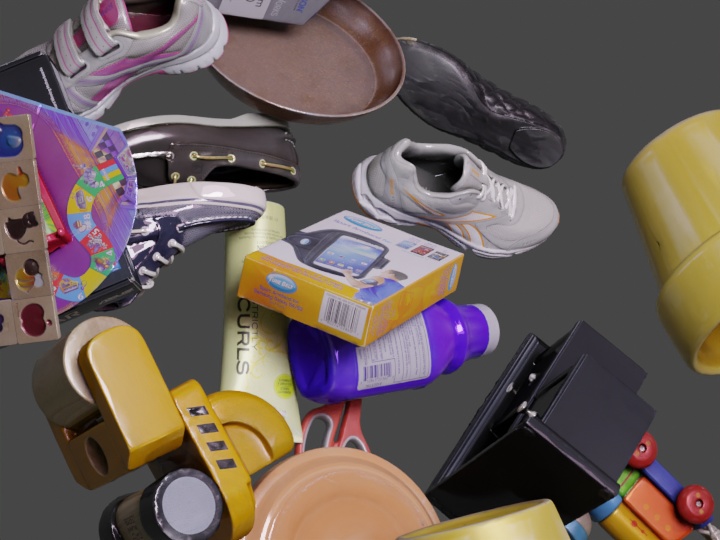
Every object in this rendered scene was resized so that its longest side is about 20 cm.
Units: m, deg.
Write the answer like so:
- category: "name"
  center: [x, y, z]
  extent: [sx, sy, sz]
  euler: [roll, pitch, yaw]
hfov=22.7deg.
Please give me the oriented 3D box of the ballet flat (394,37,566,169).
- category: "ballet flat"
  center: [0.101, -0.153, 1.663]
  extent: [0.200, 0.057, 0.067]
  euler: [31, 102, -11]

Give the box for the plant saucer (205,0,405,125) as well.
- category: "plant saucer"
  center: [-0.059, -0.191, 1.565]
  extent: [0.200, 0.035, 0.201]
  euler: [14, 42, -12]

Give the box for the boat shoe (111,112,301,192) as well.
- category: "boat shoe"
  center: [-0.139, -0.090, 1.494]
  extent: [0.201, 0.072, 0.061]
  euler: [-8, 70, -32]

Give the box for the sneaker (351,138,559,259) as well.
- category: "sneaker"
  center: [0.098, -0.067, 1.593]
  extent: [0.199, 0.092, 0.076]
  euler: [11, 66, -23]

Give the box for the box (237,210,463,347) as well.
- category: "box"
  center: [0.000, 0.000, 1.478]
  extent: [0.119, 0.042, 0.200]
  euler: [21, 24, 21]

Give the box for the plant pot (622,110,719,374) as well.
- category: "plant pot"
  center: [0.342, -0.036, 1.647]
  extent: [0.200, 0.201, 0.189]
  euler: [-12, 61, -30]

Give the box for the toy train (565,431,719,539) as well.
- category: "toy train"
  center: [0.255, 0.239, 1.561]
  extent: [0.200, 0.085, 0.116]
  euler: [44, 68, -5]

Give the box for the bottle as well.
- category: "bottle"
  center: [0.032, 0.061, 1.513]
  extent: [0.200, 0.065, 0.084]
  euler: [-8, 84, -41]

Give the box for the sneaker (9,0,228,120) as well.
- category: "sneaker"
  center: [-0.210, -0.187, 1.459]
  extent: [0.200, 0.088, 0.081]
  euler: [-27, 63, -6]

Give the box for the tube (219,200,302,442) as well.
- category: "tube"
  center: [-0.084, 0.043, 1.485]
  extent: [0.058, 0.052, 0.201]
  euler: [-6, 73, 16]

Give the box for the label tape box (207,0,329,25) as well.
- category: "label tape box"
  center: [-0.086, -0.286, 1.577]
  extent: [0.199, 0.063, 0.145]
  euler: [4, 45, -25]

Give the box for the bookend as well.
- category: "bookend"
  center: [0.172, 0.116, 1.490]
  extent: [0.092, 0.200, 0.199]
  euler: [39, 59, -3]

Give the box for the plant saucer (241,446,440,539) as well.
- category: "plant saucer"
  center: [-0.012, 0.240, 1.442]
  extent: [0.200, 0.032, 0.201]
  euler: [9, 71, -26]

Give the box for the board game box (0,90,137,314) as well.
- category: "board game box"
  center: [-0.270, -0.057, 1.341]
  extent: [0.199, 0.039, 0.159]
  euler: [18, 81, 6]

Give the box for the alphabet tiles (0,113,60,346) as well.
- category: "alphabet tiles"
  center: [-0.312, -0.039, 1.326]
  extent: [0.167, 0.008, 0.201]
  euler: [-6, 93, 14]

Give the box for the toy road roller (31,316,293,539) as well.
- category: "toy road roller"
  center: [-0.145, 0.121, 1.377]
  extent: [0.146, 0.123, 0.200]
  euler: [-27, 88, -33]

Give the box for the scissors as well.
- category: "scissors"
  center: [-0.012, 0.093, 1.519]
  extent: [0.073, 0.014, 0.201]
  euler: [18, 64, -20]

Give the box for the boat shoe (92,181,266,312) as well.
- category: "boat shoe"
  center: [-0.171, -0.016, 1.442]
  extent: [0.199, 0.075, 0.093]
  euler: [-5, 77, -9]

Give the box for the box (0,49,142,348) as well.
- category: "box"
  center: [-0.278, -0.048, 1.383]
  extent: [0.160, 0.044, 0.201]
  euler: [-22, 80, -2]

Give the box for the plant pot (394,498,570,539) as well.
- category: "plant pot"
  center: [0.108, 0.283, 1.378]
  extent: [0.200, 0.201, 0.190]
  euler: [-12, 85, -30]
